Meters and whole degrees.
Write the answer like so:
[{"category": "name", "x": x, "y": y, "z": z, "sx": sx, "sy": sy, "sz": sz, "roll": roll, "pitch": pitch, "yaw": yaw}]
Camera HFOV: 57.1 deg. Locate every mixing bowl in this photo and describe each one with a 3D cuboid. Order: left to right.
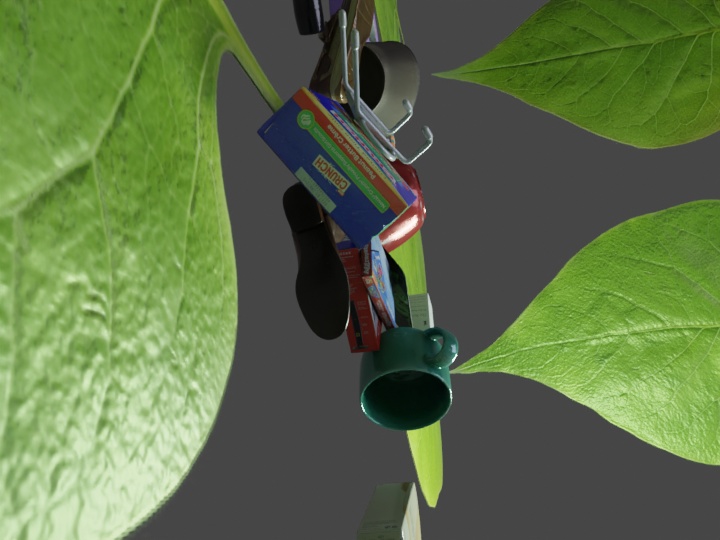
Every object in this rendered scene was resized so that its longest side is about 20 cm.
[{"category": "mixing bowl", "x": 0.064, "y": -0.135, "z": 1.274, "sx": 0.200, "sy": 0.105, "sz": 0.206, "roll": -13, "pitch": 90, "yaw": -89}]

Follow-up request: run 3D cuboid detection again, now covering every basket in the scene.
[{"category": "basket", "x": 0.012, "y": -0.306, "z": 1.101, "sx": 0.184, "sy": 0.134, "sz": 0.200, "roll": -62, "pitch": 172, "yaw": 15}]

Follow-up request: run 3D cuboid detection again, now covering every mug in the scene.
[{"category": "mug", "x": 0.086, "y": 0.165, "z": 1.086, "sx": 0.116, "sy": 0.180, "sz": 0.154, "roll": -90, "pitch": 158, "yaw": -51}]

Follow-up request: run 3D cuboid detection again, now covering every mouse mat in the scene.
[{"category": "mouse mat", "x": 0.049, "y": 0.023, "z": 1.212, "sx": 0.200, "sy": 0.007, "sz": 0.165, "roll": -129, "pitch": -156, "yaw": -54}]

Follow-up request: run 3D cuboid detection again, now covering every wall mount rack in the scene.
[{"category": "wall mount rack", "x": 0.014, "y": -0.232, "z": 0.855, "sx": 0.173, "sy": 0.074, "sz": 0.202, "roll": 43, "pitch": 15, "yaw": -29}]

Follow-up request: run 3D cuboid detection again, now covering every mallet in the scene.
[{"category": "mallet", "x": -0.072, "y": -0.408, "z": 0.980, "sx": 0.202, "sy": 0.040, "sz": 0.067, "roll": -89, "pitch": 172, "yaw": -54}]

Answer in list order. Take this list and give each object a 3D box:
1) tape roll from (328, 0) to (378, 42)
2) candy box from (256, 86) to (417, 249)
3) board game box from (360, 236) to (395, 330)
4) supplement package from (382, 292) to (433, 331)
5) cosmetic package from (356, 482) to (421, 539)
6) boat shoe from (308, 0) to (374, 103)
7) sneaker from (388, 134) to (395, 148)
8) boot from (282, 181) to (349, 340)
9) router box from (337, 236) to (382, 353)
[{"category": "tape roll", "x": -0.008, "y": -0.460, "z": 1.285, "sx": 0.200, "sy": 0.064, "sz": 0.207, "roll": -7, "pitch": 90, "yaw": -79}, {"category": "candy box", "x": -0.016, "y": -0.121, "z": 0.779, "sx": 0.170, "sy": 0.077, "sz": 0.200, "roll": 49, "pitch": 14, "yaw": -2}, {"category": "board game box", "x": 0.028, "y": 0.008, "z": 1.042, "sx": 0.201, "sy": 0.019, "sz": 0.106, "roll": 66, "pitch": 19, "yaw": -60}, {"category": "supplement package", "x": 0.099, "y": 0.165, "z": 1.354, "sx": 0.110, "sy": 0.110, "sz": 0.206, "roll": 60, "pitch": 24, "yaw": -68}, {"category": "cosmetic package", "x": 0.049, "y": 0.415, "z": 1.032, "sx": 0.200, "sy": 0.069, "sz": 0.109, "roll": -17, "pitch": 100, "yaw": -80}, {"category": "boat shoe", "x": -0.031, "y": -0.345, "z": 0.967, "sx": 0.072, "sy": 0.070, "sz": 0.206, "roll": 35, "pitch": 67, "yaw": -70}, {"category": "sneaker", "x": 0.043, "y": -0.273, "z": 1.465, "sx": 0.203, "sy": 0.069, "sz": 0.081, "roll": -93, "pitch": 166, "yaw": -46}, {"category": "boot", "x": -0.041, "y": -0.028, "z": 0.843, "sx": 0.200, "sy": 0.062, "sz": 0.192, "roll": -62, "pitch": 143, "yaw": -79}, {"category": "router box", "x": 0.000, "y": 0.000, "z": 1.079, "sx": 0.202, "sy": 0.047, "sz": 0.184, "roll": -79, "pitch": 160, "yaw": -59}]
